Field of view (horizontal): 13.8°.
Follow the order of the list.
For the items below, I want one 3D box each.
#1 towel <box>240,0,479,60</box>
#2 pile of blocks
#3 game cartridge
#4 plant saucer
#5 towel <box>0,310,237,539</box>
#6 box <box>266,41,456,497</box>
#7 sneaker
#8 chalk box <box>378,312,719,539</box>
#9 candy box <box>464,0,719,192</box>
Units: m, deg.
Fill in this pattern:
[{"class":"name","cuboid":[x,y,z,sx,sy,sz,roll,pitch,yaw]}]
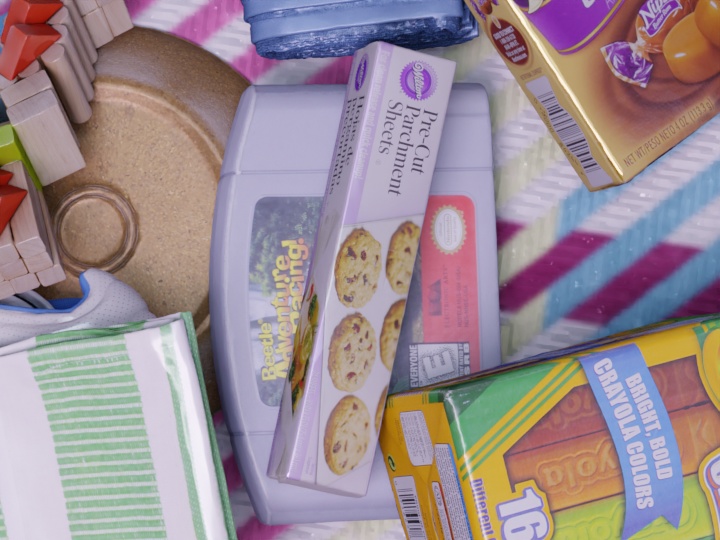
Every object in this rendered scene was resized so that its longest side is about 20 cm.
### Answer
[{"class":"towel","cuboid":[-0.008,-0.201,1.382,0.111,0.049,0.201,-5,88,1]},{"class":"pile of blocks","cuboid":[-0.161,-0.079,1.333,0.082,0.062,0.201,2,55,16]},{"class":"game cartridge","cuboid":[-0.003,0.014,1.359,0.132,0.041,0.201,-2,87,-11]},{"class":"plant saucer","cuboid":[-0.122,-0.018,1.385,0.199,0.035,0.201,0,87,3]},{"class":"towel","cuboid":[-0.151,0.105,1.291,0.199,0.023,0.153,-11,94,18]},{"class":"box","cuboid":[0.000,0.000,1.322,0.041,0.039,0.201,15,83,-16]},{"class":"sneaker","cuboid":[-0.162,0.080,1.346,0.199,0.081,0.147,-26,85,24]},{"class":"chalk box","cuboid":[0.125,0.089,1.306,0.199,0.124,0.125,-15,90,-15]},{"class":"candy box","cuboid":[0.101,-0.151,1.342,0.116,0.056,0.200,-35,94,-14]}]
